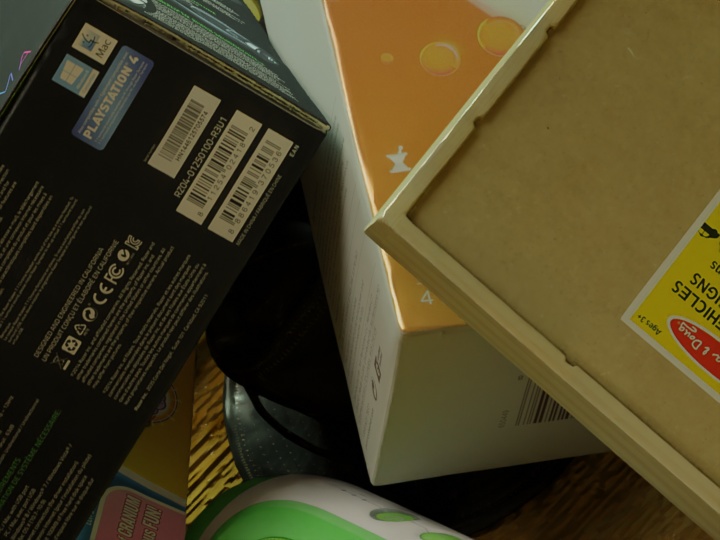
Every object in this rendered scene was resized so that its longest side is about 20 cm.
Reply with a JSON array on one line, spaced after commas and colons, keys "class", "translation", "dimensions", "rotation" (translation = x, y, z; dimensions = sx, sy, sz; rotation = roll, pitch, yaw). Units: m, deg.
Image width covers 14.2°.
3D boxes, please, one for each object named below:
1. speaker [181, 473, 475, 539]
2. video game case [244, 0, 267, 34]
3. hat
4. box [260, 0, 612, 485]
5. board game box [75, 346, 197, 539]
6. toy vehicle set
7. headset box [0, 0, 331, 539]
[{"class": "speaker", "translation": [0.020, 0.123, 0.887], "dimensions": [0.089, 0.088, 0.200], "rotation": [-52, 33, -14]}, {"class": "video game case", "translation": [-0.064, -0.146, 1.093], "dimensions": [0.181, 0.201, 0.036], "rotation": [-24, 2, 26]}, {"class": "hat", "translation": [0.000, 0.000, 1.009], "dimensions": [0.200, 0.081, 0.202], "rotation": [-23, 55, 37]}, {"class": "box", "translation": [0.046, -0.048, 0.919], "dimensions": [0.124, 0.098, 0.201], "rotation": [-8, 60, -11]}, {"class": "board game box", "translation": [-0.106, 0.108, 1.004], "dimensions": [0.200, 0.040, 0.153], "rotation": [-92, 27, -57]}, {"class": "toy vehicle set", "translation": [0.115, 0.005, 0.825], "dimensions": [0.124, 0.200, 0.027], "rotation": [-49, 2, -13]}, {"class": "headset box", "translation": [-0.107, -0.023, 0.954], "dimensions": [0.175, 0.092, 0.200], "rotation": [-57, 19, 10]}]
